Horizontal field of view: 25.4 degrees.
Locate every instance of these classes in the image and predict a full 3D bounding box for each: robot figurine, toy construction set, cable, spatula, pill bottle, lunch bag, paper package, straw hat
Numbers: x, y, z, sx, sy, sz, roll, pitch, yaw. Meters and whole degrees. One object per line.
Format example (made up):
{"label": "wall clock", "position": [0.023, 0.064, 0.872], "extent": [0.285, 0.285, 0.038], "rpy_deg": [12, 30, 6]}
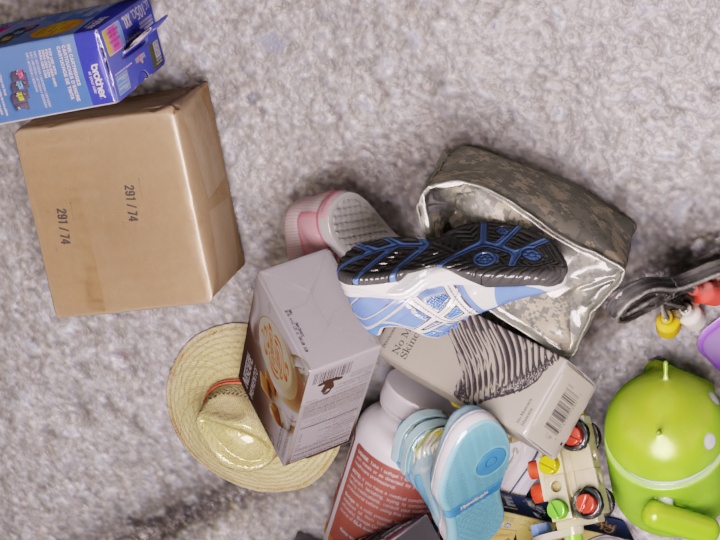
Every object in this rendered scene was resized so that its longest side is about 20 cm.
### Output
{"label": "robot figurine", "position": [0.290, 0.173, 1.505], "extent": [0.114, 0.177, 0.201], "rpy_deg": [0, 143, 15]}
{"label": "toy construction set", "position": [0.167, 0.192, 1.497], "extent": [0.130, 0.092, 0.202], "rpy_deg": [-16, 91, 25]}
{"label": "cable", "position": [0.289, 0.027, 1.446], "extent": [0.097, 0.200, 0.051], "rpy_deg": [-38, 75, 19]}
{"label": "spatula", "position": [0.400, 0.122, 1.533], "extent": [0.056, 0.021, 0.200], "rpy_deg": [-39, 97, 22]}
{"label": "pill bottle", "position": [0.039, 0.205, 1.609], "extent": [0.111, 0.112, 0.202], "rpy_deg": [20, 114, 7]}
{"label": "lunch bag", "position": [0.142, -0.032, 1.467], "extent": [0.199, 0.164, 0.118], "rpy_deg": [32, 111, 2]}
{"label": "paper package", "position": [-0.229, -0.070, 1.586], "extent": [0.188, 0.104, 0.202], "rpy_deg": [-5, 109, 18]}
{"label": "straw hat", "position": [-0.121, 0.161, 1.650], "extent": [0.198, 0.085, 0.204], "rpy_deg": [5, 111, 13]}

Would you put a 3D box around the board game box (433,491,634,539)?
{"label": "board game box", "position": [0.158, 0.293, 1.604], "extent": [0.198, 0.035, 0.137], "rpy_deg": [16, 115, -23]}

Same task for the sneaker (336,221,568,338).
{"label": "sneaker", "position": [0.082, 0.011, 1.377], "extent": [0.197, 0.076, 0.078], "rpy_deg": [-3, 126, 15]}

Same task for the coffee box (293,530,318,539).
{"label": "coffee box", "position": [-0.002, 0.364, 1.671], "extent": [0.198, 0.123, 0.044], "rpy_deg": [26, 127, 5]}

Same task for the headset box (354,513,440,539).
{"label": "headset box", "position": [0.029, 0.328, 1.513], "extent": [0.199, 0.077, 0.150], "rpy_deg": [-29, 89, 51]}

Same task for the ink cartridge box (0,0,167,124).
{"label": "ink cartridge box", "position": [-0.277, -0.203, 1.531], "extent": [0.197, 0.137, 0.077], "rpy_deg": [-6, 111, 17]}

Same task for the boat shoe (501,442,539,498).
{"label": "boat shoe", "position": [0.148, 0.177, 1.585], "extent": [0.066, 0.074, 0.202], "rpy_deg": [15, 115, -12]}

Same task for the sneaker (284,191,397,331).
{"label": "sneaker", "position": [0.000, 0.000, 1.566], "extent": [0.104, 0.076, 0.201], "rpy_deg": [2, 139, 50]}

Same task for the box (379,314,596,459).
{"label": "box", "position": [0.112, 0.089, 1.460], "extent": [0.199, 0.068, 0.083], "rpy_deg": [26, 82, 41]}

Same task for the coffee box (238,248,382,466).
{"label": "coffee box", "position": [-0.052, 0.087, 1.527], "extent": [0.115, 0.079, 0.201], "rpy_deg": [61, 157, 24]}

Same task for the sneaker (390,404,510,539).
{"label": "sneaker", "position": [0.073, 0.160, 1.457], "extent": [0.079, 0.131, 0.201], "rpy_deg": [-23, 143, -18]}
